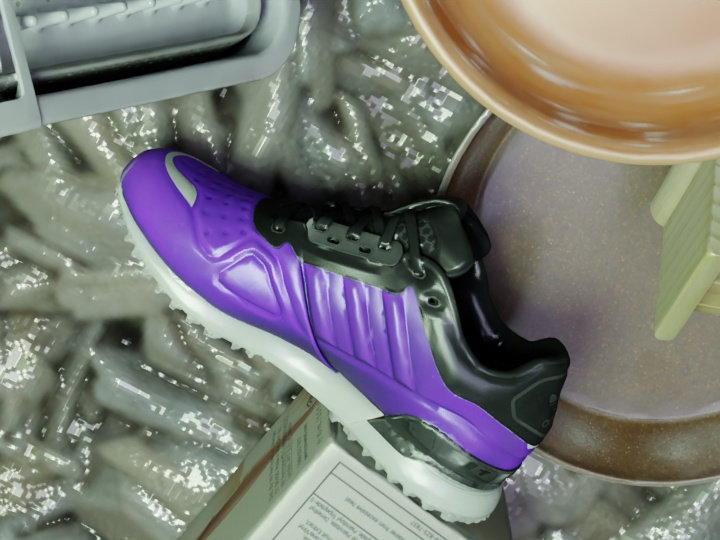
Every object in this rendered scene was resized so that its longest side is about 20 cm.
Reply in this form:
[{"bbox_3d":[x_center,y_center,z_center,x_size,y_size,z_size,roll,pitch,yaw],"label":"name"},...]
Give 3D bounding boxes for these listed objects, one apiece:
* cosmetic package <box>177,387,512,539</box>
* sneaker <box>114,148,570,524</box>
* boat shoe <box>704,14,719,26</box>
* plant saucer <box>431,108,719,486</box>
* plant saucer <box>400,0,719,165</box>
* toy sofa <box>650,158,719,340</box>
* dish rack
[{"bbox_3d":[-0.035,0.151,0.923,0.103,0.087,0.200,37,106,-14],"label":"cosmetic package"},{"bbox_3d":[0.000,0.000,0.854,0.200,0.070,0.100,39,116,2],"label":"sneaker"},{"bbox_3d":[0.062,-0.143,0.804,0.199,0.066,0.072,25,97,1],"label":"boat shoe"},{"bbox_3d":[0.126,-0.008,0.888,0.198,0.035,0.202,1,112,2],"label":"plant saucer"},{"bbox_3d":[0.104,-0.139,0.749,0.198,0.037,0.202,1,103,5],"label":"plant saucer"},{"bbox_3d":[0.215,-0.015,0.825,0.198,0.098,0.083,10,155,-3],"label":"toy sofa"},{"bbox_3d":[-0.108,-0.140,0.762,0.043,0.199,0.173,-6,97,41],"label":"dish rack"}]
